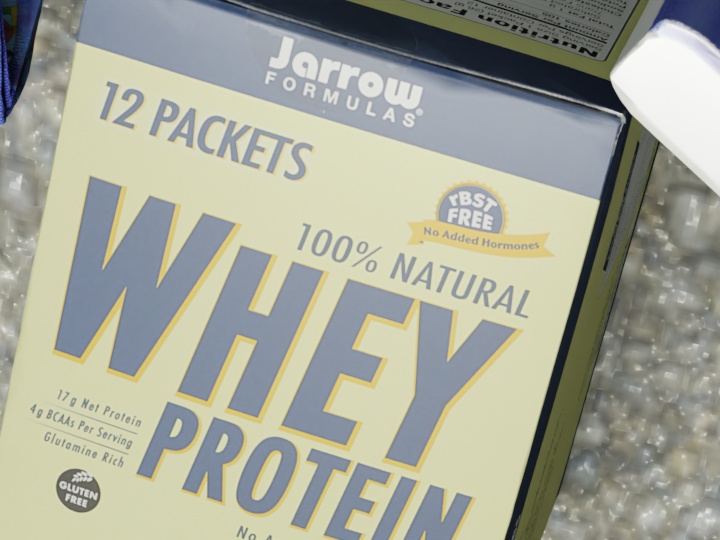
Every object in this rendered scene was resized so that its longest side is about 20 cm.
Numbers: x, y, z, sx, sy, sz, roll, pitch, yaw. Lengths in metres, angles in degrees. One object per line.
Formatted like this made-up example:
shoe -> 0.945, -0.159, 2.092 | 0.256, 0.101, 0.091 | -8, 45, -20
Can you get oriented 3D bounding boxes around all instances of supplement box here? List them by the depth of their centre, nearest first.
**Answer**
supplement box -> 0.000, 0.000, 0.755 | 0.134, 0.200, 0.200 | 17, 112, 8

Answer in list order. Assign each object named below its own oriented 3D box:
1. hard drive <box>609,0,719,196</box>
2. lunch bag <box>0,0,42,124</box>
hard drive -> 0.133, -0.039, 0.708 | 0.132, 0.200, 0.025 | 42, 113, -3
lunch bag -> -0.158, -0.135, 0.745 | 0.150, 0.094, 0.200 | 12, 120, 11
